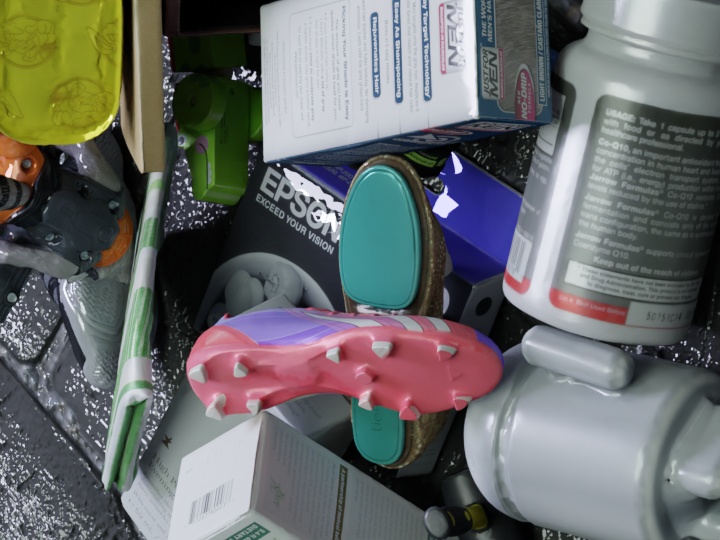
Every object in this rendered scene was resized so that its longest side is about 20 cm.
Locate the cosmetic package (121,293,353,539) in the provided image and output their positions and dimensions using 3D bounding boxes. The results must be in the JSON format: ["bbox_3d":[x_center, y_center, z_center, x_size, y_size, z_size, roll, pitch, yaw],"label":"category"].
[{"bbox_3d":[-0.077,0.119,1.601,0.102,0.074,0.200,48,139,19],"label":"cosmetic package"}]

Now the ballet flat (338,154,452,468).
[{"bbox_3d":[0.025,0.021,1.495,0.070,0.065,0.200,16,113,32],"label":"ballet flat"}]

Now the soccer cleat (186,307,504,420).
[{"bbox_3d":[-0.008,0.046,1.450,0.200,0.077,0.067,-6,125,22],"label":"soccer cleat"}]

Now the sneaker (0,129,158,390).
[{"bbox_3d":[-0.212,-0.007,1.733,0.114,0.075,0.200,-18,80,41],"label":"sneaker"}]

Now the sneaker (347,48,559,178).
[{"bbox_3d":[0.054,-0.099,1.497,0.200,0.071,0.083,-12,73,54],"label":"sneaker"}]

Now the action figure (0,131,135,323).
[{"bbox_3d":[-0.226,-0.022,1.593,0.105,0.193,0.200,25,93,45],"label":"action figure"}]

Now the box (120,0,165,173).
[{"bbox_3d":[-0.140,-0.175,1.539,0.163,0.021,0.200,-121,30,-73],"label":"box"}]

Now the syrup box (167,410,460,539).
[{"bbox_3d":[-0.018,0.177,1.516,0.079,0.200,0.082,-31,36,35],"label":"syrup box"}]

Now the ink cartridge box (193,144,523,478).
[{"bbox_3d":[0.000,0.000,1.586,0.198,0.043,0.200,34,113,31],"label":"ink cartridge box"}]

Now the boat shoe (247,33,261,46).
[{"bbox_3d":[0.003,-0.176,1.547,0.200,0.074,0.065,2,99,37],"label":"boat shoe"}]

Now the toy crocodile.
[{"bbox_3d":[-0.101,-0.143,1.632,0.062,0.067,0.200,-7,85,38],"label":"toy crocodile"}]

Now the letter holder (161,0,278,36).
[{"bbox_3d":[-0.061,-0.258,1.547,0.101,0.142,0.200,99,166,-56],"label":"letter holder"}]

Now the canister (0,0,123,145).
[{"bbox_3d":[-0.195,-0.192,1.546,0.200,0.086,0.149,-102,13,-57],"label":"canister"}]

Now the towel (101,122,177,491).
[{"bbox_3d":[-0.142,0.027,1.607,0.153,0.023,0.200,108,169,-59],"label":"towel"}]

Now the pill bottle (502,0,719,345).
[{"bbox_3d":[0.158,-0.067,1.411,0.114,0.114,0.200,23,107,34],"label":"pill bottle"}]

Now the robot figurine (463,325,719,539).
[{"bbox_3d":[0.144,0.103,1.438,0.200,0.113,0.170,12,135,36],"label":"robot figurine"}]

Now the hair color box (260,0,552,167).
[{"bbox_3d":[0.023,-0.121,1.429,0.200,0.060,0.100,-8,82,52],"label":"hair color box"}]

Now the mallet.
[{"bbox_3d":[0.066,0.158,1.462,0.041,0.200,0.066,-24,89,9],"label":"mallet"}]
